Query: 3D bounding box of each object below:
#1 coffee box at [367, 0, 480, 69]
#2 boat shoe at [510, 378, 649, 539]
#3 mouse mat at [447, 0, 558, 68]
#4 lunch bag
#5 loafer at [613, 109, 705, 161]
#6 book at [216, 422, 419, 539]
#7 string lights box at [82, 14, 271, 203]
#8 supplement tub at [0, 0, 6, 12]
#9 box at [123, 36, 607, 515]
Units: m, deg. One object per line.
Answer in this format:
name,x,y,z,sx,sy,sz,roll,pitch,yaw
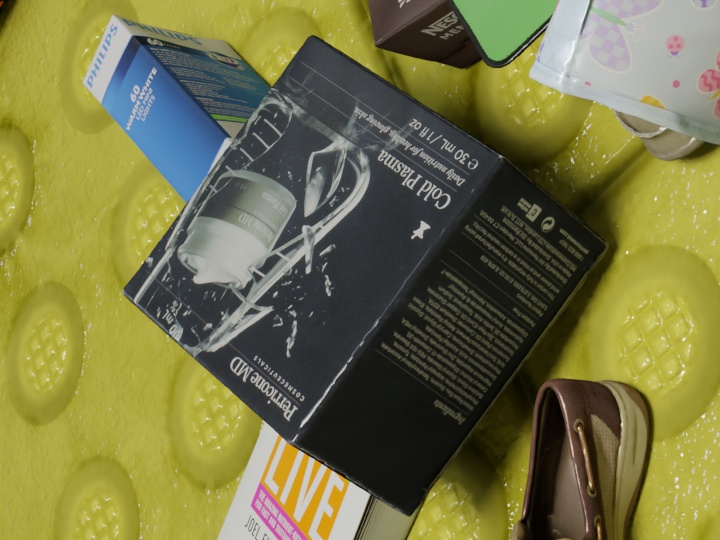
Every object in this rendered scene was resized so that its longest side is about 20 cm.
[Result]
coffee box,0.057,-0.241,1.414,0.113,0.080,0.201,-29,62,41
boat shoe,0.110,0.158,1.279,0.072,0.072,0.201,9,90,50
mouse mat,0.090,-0.233,1.319,0.161,0.008,0.200,-43,55,23
lunch bag,0.184,-0.153,1.157,0.127,0.199,0.170,30,106,48
loafer,0.148,-0.153,1.300,0.076,0.068,0.201,-37,56,39
book,-0.024,0.142,1.466,0.134,0.048,0.201,43,118,46
string lights box,-0.095,-0.095,1.547,0.200,0.102,0.059,47,118,44
supplement tub,-0.334,-0.255,1.844,0.200,0.122,0.123,-60,44,24
box,0.000,0.000,1.348,0.197,0.124,0.200,-55,44,1
